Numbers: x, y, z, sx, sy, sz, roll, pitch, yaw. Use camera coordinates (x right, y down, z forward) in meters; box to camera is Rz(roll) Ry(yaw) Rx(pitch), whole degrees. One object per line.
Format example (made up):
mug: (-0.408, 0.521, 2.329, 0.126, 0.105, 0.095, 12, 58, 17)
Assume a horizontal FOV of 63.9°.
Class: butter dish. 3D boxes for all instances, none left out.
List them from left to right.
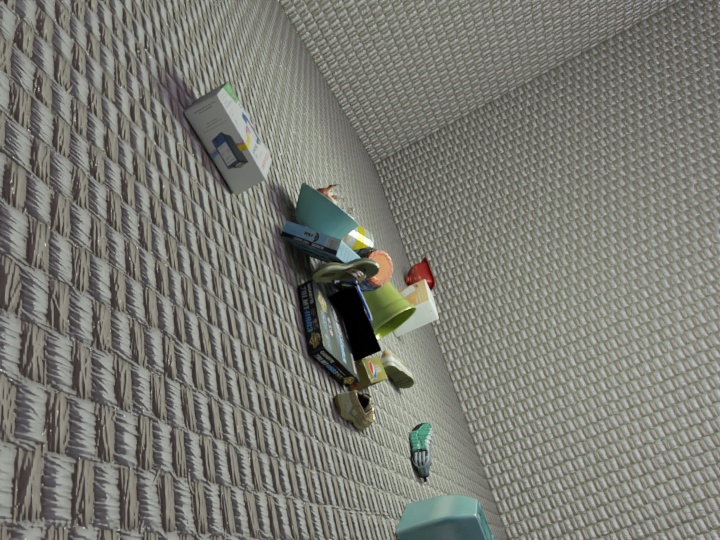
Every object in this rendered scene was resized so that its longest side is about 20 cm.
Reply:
butter dish: (0.324, 0.053, 3.345, 0.201, 0.143, 0.204, 120, -37, -47)

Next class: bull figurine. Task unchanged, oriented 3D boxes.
bull figurine: (-0.095, -0.203, 1.927, 0.066, 0.118, 0.204, 92, -22, -59)

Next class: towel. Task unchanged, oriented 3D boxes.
towel: (-0.015, 0.103, 1.624, 0.201, 0.023, 0.148, 117, -49, -68)

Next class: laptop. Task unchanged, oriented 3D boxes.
laptop: (-0.009, 0.143, 1.599, 0.200, 0.113, 0.192, 4, 63, -78)

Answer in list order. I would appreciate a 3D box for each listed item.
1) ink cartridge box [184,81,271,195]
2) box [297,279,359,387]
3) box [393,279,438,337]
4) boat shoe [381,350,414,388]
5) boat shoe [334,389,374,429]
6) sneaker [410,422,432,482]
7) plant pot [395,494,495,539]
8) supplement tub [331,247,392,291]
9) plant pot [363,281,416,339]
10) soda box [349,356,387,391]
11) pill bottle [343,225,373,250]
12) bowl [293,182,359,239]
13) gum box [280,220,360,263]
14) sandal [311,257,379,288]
ink cartridge box: (-0.281, -0.289, 1.262, 0.146, 0.085, 0.204, -93, 158, -63)
box: (-0.079, 0.156, 1.418, 0.199, 0.049, 0.204, 52, 18, -48)
box: (0.206, 0.155, 2.386, 0.108, 0.195, 0.154, 59, 12, -30)
boat shoe: (0.129, 0.337, 1.969, 0.201, 0.073, 0.070, 53, 22, -47)
boat shoe: (0.003, 0.333, 1.397, 0.200, 0.063, 0.074, 49, 20, -57)
sneaker: (0.199, 0.581, 1.859, 0.201, 0.072, 0.090, -65, 143, -64)
plant pot: (0.224, 0.670, 1.420, 0.201, 0.195, 0.195, 67, 11, 7)
supplement tub: (0.000, 0.000, 1.680, 0.198, 0.122, 0.125, -7, -65, 56)
plant pot: (0.051, 0.100, 1.859, 0.187, 0.198, 0.200, 56, 8, 17)
soda box: (0.015, 0.280, 1.568, 0.069, 0.063, 0.200, 68, 10, 12)
pill bottle: (-0.056, -0.109, 1.825, 0.198, 0.112, 0.115, 28, 36, -44)
bowl: (-0.110, -0.144, 1.625, 0.198, 0.106, 0.201, 35, -1, 1)
gum box: (-0.094, -0.056, 1.515, 0.046, 0.166, 0.200, -67, 157, -8)
sandal: (-0.034, 0.017, 1.452, 0.196, 0.080, 0.058, -8, 57, -37)
